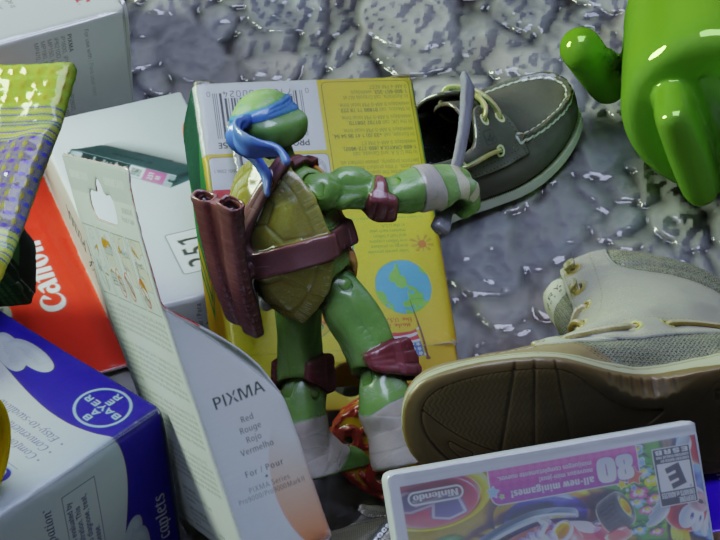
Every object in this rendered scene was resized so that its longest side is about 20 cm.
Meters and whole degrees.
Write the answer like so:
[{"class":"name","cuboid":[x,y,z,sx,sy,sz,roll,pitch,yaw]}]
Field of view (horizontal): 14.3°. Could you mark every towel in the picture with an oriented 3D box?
[{"class":"towel","cuboid":[-0.238,-0.036,1.477,0.143,0.023,0.200,9,57,19]}]

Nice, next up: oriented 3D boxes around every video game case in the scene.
[{"class":"video game case","cuboid":[0.095,0.177,1.272,0.143,0.201,0.018,-9,0,-8]}]

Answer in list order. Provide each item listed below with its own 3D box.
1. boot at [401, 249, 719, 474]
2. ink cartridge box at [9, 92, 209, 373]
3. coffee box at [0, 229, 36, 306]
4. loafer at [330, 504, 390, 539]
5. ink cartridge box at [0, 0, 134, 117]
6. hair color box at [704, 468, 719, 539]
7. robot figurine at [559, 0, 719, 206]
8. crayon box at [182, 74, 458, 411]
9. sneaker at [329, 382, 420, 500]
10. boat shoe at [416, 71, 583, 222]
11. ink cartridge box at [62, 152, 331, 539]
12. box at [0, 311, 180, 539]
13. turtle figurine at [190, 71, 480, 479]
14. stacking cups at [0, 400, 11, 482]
[{"class":"boot","cuboid":[0.104,0.044,1.370,0.199,0.072,0.155,-4,22,-11]},{"class":"ink cartridge box","cuboid":[-0.156,-0.017,1.639,0.173,0.044,0.200,-13,39,-15]},{"class":"coffee box","cuboid":[-0.289,-0.012,1.560,0.199,0.123,0.044,-6,69,9]},{"class":"loafer","cuboid":[0.026,0.137,1.401,0.199,0.075,0.070,-12,43,-11]},{"class":"ink cartridge box","cuboid":[-0.255,-0.138,1.765,0.199,0.086,0.148,-15,39,-16]},{"class":"hair color box","cuboid":[0.136,0.155,1.338,0.199,0.110,0.065,-10,29,-9]},{"class":"robot figurine","cuboid":[0.212,-0.126,1.691,0.175,0.116,0.200,-15,34,19]},{"class":"crayon box","cuboid":[-0.022,-0.007,1.555,0.127,0.051,0.201,-2,63,-12]},{"class":"sneaker","cuboid":[0.084,0.085,1.485,0.199,0.073,0.077,-4,5,5]},{"class":"boat shoe","cuboid":[0.054,-0.071,1.677,0.201,0.060,0.072,-30,46,-30]},{"class":"ink cartridge box","cuboid":[-0.083,0.035,1.398,0.050,0.201,0.162,-17,9,-14]},{"class":"box","cuboid":[-0.225,0.117,1.422,0.184,0.105,0.200,28,48,35]},{"class":"turtle figurine","cuboid":[0.000,0.000,1.444,0.143,0.195,0.200,-11,1,7]},{"class":"stacking cups","cuboid":[-0.266,0.069,1.356,0.199,0.061,0.061,11,40,22]}]
